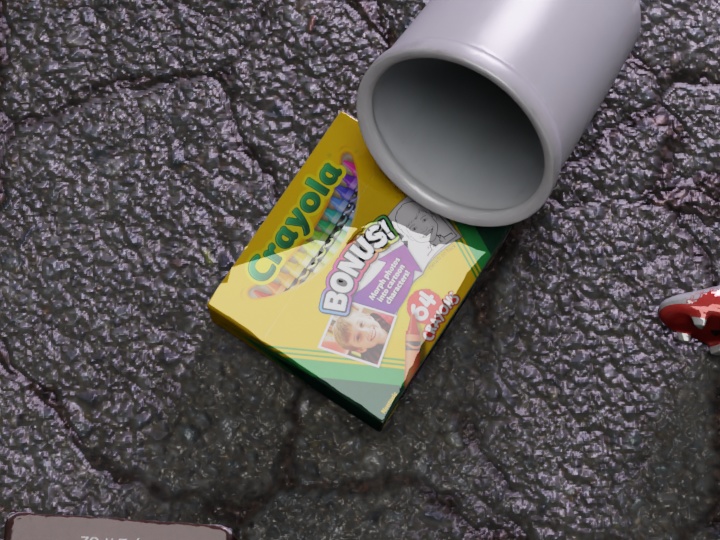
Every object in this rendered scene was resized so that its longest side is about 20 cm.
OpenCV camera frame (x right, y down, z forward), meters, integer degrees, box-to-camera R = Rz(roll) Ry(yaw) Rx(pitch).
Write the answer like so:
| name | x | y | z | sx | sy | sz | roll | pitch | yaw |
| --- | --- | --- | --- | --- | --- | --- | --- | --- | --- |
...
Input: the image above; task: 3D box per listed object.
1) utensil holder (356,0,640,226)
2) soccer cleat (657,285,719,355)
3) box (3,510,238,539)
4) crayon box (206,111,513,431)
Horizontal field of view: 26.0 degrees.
| name | x | y | z | sx | sy | sz | roll | pitch | yaw |
| --- | --- | --- | --- | --- | --- | --- | --- | --- | --- |
| utensil holder | 0.116 | -0.164 | 1.243 | 0.169 | 0.170 | 0.200 | 32 | 55 | 5 |
| soccer cleat | 0.341 | 0.021 | 1.292 | 0.198 | 0.069 | 0.086 | 1 | 67 | -5 |
| box | -0.177 | 0.288 | 1.148 | 0.165 | 0.164 | 0.202 | 4 | 76 | -2 |
| crayon box | 0.000 | 0.000 | 1.281 | 0.172 | 0.058 | 0.201 | 33 | 77 | 6 |
